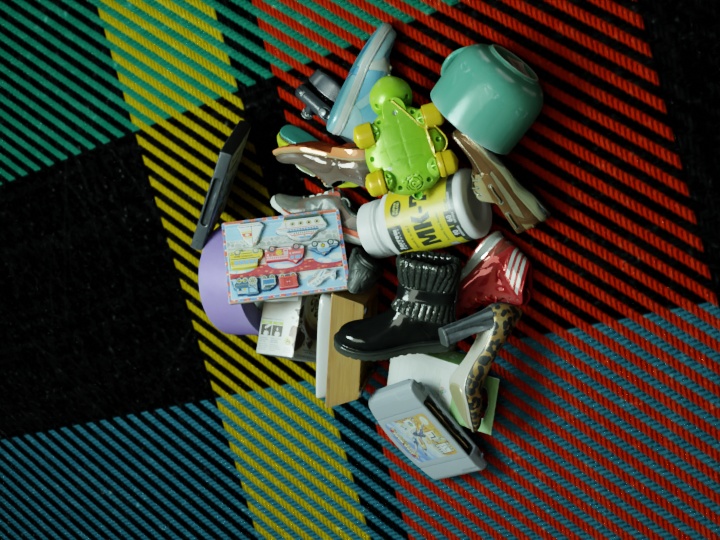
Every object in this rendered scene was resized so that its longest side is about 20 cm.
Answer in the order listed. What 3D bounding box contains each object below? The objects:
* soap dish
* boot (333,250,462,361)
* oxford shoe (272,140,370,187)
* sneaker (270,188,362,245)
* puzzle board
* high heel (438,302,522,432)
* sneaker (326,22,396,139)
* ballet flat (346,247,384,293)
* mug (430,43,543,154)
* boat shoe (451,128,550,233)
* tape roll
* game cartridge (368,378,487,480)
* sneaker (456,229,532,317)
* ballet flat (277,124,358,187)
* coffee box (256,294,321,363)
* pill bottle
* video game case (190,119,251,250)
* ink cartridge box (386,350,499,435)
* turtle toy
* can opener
[{"bbox_3d":[-0.020,0.116,1.734,0.081,0.157,0.201,7,105,11],"label":"soap dish"},{"bbox_3d":[0.057,0.051,1.594,0.210,0.080,0.159,-6,118,-4],"label":"boot"},{"bbox_3d":[-0.065,-0.172,1.662,0.199,0.071,0.073,10,110,37],"label":"oxford shoe"},{"bbox_3d":[-0.059,-0.108,1.757,0.199,0.077,0.082,21,95,17],"label":"sneaker"},{"bbox_3d":[-0.124,-0.026,1.666,0.199,0.017,0.152,-7,64,-5],"label":"puzzle board"},{"bbox_3d":[0.209,0.154,1.607,0.071,0.142,0.201,-141,34,-63],"label":"high heel"},{"bbox_3d":[0.040,-0.291,1.653,0.130,0.080,0.201,26,91,-11],"label":"sneaker"},{"bbox_3d":[0.000,0.000,1.668,0.066,0.200,0.057,38,95,2],"label":"ballet flat"},{"bbox_3d":[0.187,-0.277,1.518,0.185,0.152,0.115,45,116,13],"label":"mug"},{"bbox_3d":[0.206,-0.134,1.550,0.074,0.076,0.200,-40,104,20],"label":"boat shoe"},{"bbox_3d":[-0.190,0.013,1.774,0.085,0.200,0.201,-2,101,29],"label":"tape roll"},{"bbox_3d":[0.108,0.273,1.709,0.200,0.042,0.133,49,135,-13],"label":"game cartridge"},{"bbox_3d":[0.200,0.044,1.631,0.115,0.078,0.200,42,119,17],"label":"sneaker"},{"bbox_3d":[-0.063,-0.182,1.744,0.199,0.067,0.067,32,136,23],"label":"ballet flat"},{"bbox_3d":[-0.105,0.053,1.749,0.079,0.113,0.201,4,82,29],"label":"coffee box"},{"bbox_3d":[0.101,-0.086,1.635,0.199,0.114,0.115,-15,94,32],"label":"pill bottle"},{"bbox_3d":[-0.243,-0.153,1.773,0.025,0.200,0.182,20,113,-5],"label":"video game case"},{"bbox_3d":[0.145,0.192,1.705,0.199,0.059,0.105,16,109,26],"label":"ink cartridge box"},{"bbox_3d":[0.065,-0.205,1.565,0.145,0.101,0.201,-15,88,5],"label":"turtle toy"},{"bbox_3d":[-0.031,-0.250,1.701,0.200,0.063,0.079,48,119,12],"label":"can opener"}]
